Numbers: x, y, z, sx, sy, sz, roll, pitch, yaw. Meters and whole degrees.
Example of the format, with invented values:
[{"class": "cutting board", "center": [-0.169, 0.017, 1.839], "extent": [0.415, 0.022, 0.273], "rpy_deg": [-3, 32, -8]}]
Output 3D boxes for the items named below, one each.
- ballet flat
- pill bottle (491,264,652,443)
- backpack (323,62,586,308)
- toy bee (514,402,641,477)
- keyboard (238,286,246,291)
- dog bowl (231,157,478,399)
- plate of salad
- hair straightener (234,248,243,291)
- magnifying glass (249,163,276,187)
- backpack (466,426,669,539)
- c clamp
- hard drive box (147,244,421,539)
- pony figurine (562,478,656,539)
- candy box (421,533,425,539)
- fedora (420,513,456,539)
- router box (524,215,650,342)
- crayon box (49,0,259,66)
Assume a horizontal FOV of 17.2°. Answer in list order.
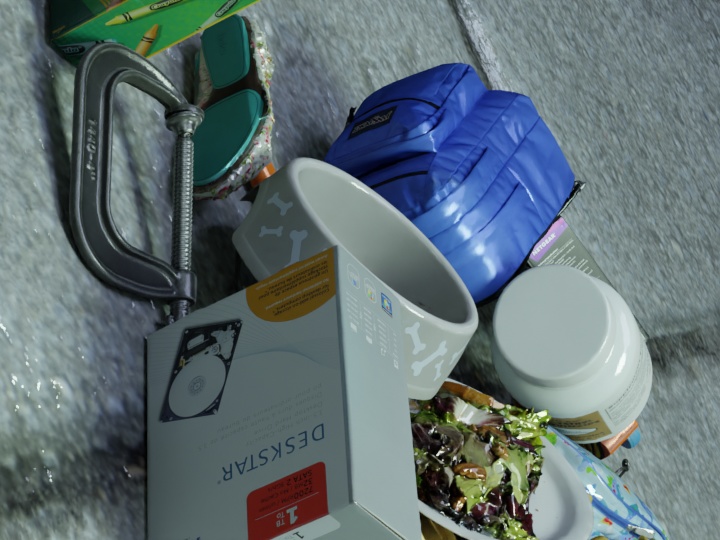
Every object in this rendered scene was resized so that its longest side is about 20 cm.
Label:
[{"class": "ballet flat", "center": [-0.087, -0.110, 1.735], "extent": [0.064, 0.076, 0.200], "rpy_deg": [57, 25, -38]}, {"class": "pill bottle", "center": [0.162, 0.063, 1.849], "extent": [0.200, 0.114, 0.114], "rpy_deg": [50, 21, -71]}, {"class": "backpack", "center": [0.049, -0.051, 1.866], "extent": [0.168, 0.162, 0.200], "rpy_deg": [51, 38, -17]}, {"class": "toy bee", "center": [0.176, 0.137, 2.036], "extent": [0.109, 0.200, 0.131], "rpy_deg": [41, 57, 13]}, {"class": "keyboard", "center": [-0.031, 0.067, 1.754], "extent": [0.200, 0.011, 0.056], "rpy_deg": [31, 40, -53]}, {"class": "dog bowl", "center": [0.000, 0.000, 1.668], "extent": [0.200, 0.059, 0.200], "rpy_deg": [37, 17, -14]}, {"class": "plate of salad", "center": [0.079, 0.124, 1.656], "extent": [0.200, 0.048, 0.200], "rpy_deg": [25, 26, -13]}, {"class": "hair straightener", "center": [-0.032, 0.055, 1.689], "extent": [0.200, 0.041, 0.077], "rpy_deg": [62, 21, 0]}, {"class": "magnifying glass", "center": [-0.043, -0.011, 1.781], "extent": [0.200, 0.022, 0.080], "rpy_deg": [64, 21, 3]}, {"class": "backpack", "center": [0.156, 0.199, 1.866], "extent": [0.200, 0.154, 0.163], "rpy_deg": [17, 22, -41]}, {"class": "c clamp", "center": [-0.137, -0.050, 1.597], "extent": [0.171, 0.027, 0.200], "rpy_deg": [16, 64, -48]}, {"class": "hard drive box", "center": [-0.051, 0.106, 1.487], "extent": [0.077, 0.156, 0.200], "rpy_deg": [42, 31, -42]}, {"class": "pony figurine", "center": [0.157, 0.279, 1.745], "extent": [0.193, 0.200, 0.166], "rpy_deg": [37, -6, -39]}, {"class": "candy box", "center": [0.025, 0.273, 1.526], "extent": [0.200, 0.117, 0.056], "rpy_deg": [63, -15, -4]}, {"class": "fedora", "center": [0.019, 0.207, 1.626], "extent": [0.201, 0.082, 0.201], "rpy_deg": [46, 29, -36]}, {"class": "router box", "center": [0.150, -0.008, 2.047], "extent": [0.149, 0.051, 0.200], "rpy_deg": [52, -7, -27]}, {"class": "crayon box", "center": [-0.117, -0.224, 1.617], "extent": [0.058, 0.200, 0.119], "rpy_deg": [42, 31, -43]}]
